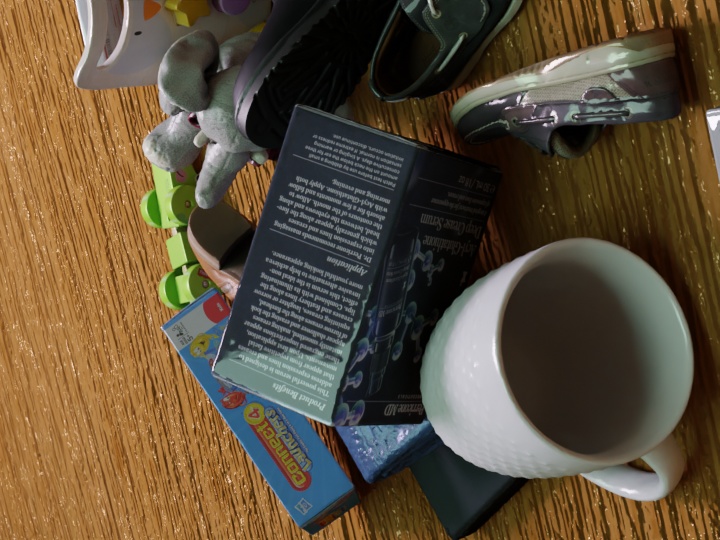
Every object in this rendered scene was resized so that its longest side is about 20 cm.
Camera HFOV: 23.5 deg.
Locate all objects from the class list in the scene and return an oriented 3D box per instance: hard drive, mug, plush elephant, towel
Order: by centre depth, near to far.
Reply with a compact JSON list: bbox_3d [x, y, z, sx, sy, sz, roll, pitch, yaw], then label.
[{"bbox_3d":[0.137,0.086,1.180,0.200,0.148,0.175,42,156,-9],"label":"mug"},{"bbox_3d":[-0.001,0.057,1.341,0.111,0.048,0.201,-38,72,27],"label":"towel"},{"bbox_3d":[-0.091,-0.118,1.369,0.164,0.155,0.201,25,119,1],"label":"plush elephant"},{"bbox_3d":[0.060,0.100,1.379,0.201,0.033,0.140,60,145,19],"label":"hard drive"}]

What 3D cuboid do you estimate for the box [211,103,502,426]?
[{"bbox_3d":[0.000,0.000,1.230,0.106,0.148,0.201,21,96,27],"label":"box"}]

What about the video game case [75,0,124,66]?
[{"bbox_3d":[-0.217,-0.257,1.514,0.200,0.017,0.144,-61,-39,-75],"label":"video game case"}]

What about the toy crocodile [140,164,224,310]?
[{"bbox_3d":[-0.158,-0.026,1.627,0.067,0.061,0.202,-13,90,57],"label":"toy crocodile"}]

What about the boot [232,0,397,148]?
[{"bbox_3d":[-0.055,-0.200,1.291,0.157,0.212,0.079,32,170,40],"label":"boot"}]

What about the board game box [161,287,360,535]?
[{"bbox_3d":[-0.080,0.125,1.467,0.201,0.056,0.196,54,175,10],"label":"board game box"}]

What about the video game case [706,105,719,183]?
[{"bbox_3d":[0.278,-0.004,1.021,0.143,0.018,0.202,-1,104,56],"label":"video game case"}]

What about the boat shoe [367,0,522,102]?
[{"bbox_3d":[0.063,-0.191,1.207,0.072,0.067,0.200,58,143,23],"label":"boat shoe"}]

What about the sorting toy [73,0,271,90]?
[{"bbox_3d":[-0.165,-0.225,1.412,0.106,0.179,0.201,26,126,36],"label":"sorting toy"}]

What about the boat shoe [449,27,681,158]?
[{"bbox_3d":[0.133,-0.105,1.141,0.199,0.072,0.065,-17,86,51],"label":"boat shoe"}]

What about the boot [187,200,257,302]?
[{"bbox_3d":[-0.071,0.025,1.478,0.201,0.073,0.155,54,176,7],"label":"boot"}]
